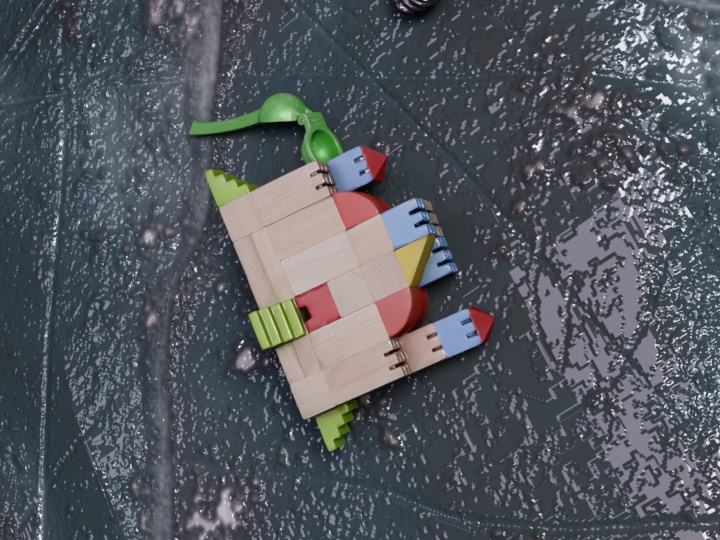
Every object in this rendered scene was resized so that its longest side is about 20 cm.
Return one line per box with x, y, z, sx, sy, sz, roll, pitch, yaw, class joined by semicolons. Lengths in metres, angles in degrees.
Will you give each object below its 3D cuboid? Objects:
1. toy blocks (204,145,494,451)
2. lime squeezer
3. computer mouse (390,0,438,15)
0.000;0.000;0.882;0.136;0.100;0.202;-24;84;14;toy blocks
-0.047;-0.082;0.954;0.199;0.038;0.071;36;101;27;lime squeezer
0.111;-0.245;0.887;0.198;0.052;0.140;-2;81;39;computer mouse
